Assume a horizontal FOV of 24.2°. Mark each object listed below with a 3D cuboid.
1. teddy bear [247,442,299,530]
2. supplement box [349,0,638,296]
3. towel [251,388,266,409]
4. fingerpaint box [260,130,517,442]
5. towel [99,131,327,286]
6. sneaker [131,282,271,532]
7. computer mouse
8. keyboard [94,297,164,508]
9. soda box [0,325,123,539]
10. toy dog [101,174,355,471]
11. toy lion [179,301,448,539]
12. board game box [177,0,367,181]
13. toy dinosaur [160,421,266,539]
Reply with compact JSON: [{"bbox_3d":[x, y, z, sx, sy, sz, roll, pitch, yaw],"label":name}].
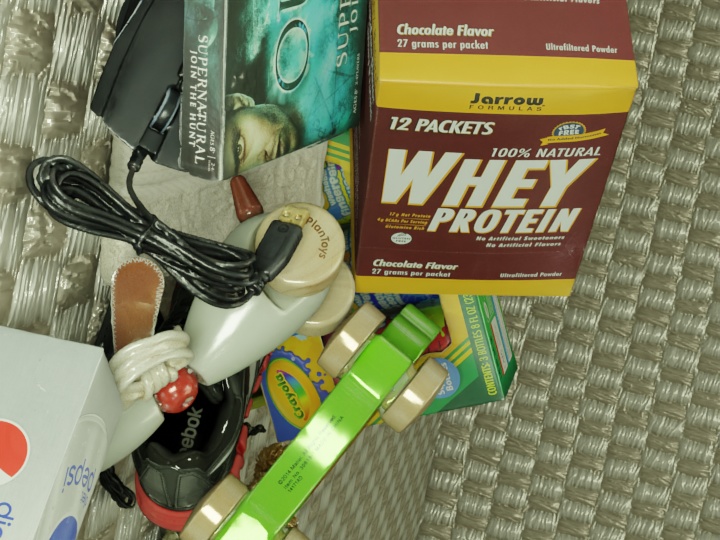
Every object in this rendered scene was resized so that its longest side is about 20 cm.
[{"bbox_3d":[-0.086,0.203,1.193,0.145,0.066,0.201,-45,-161,42],"label":"teddy bear"},{"bbox_3d":[0.065,-0.120,0.957,0.201,0.132,0.199,97,-7,-57],"label":"supplement box"},{"bbox_3d":[-0.023,0.075,1.266,0.086,0.199,0.018,-13,83,-78],"label":"towel"},{"bbox_3d":[0.000,0.000,1.136,0.073,0.165,0.202,-50,127,-70],"label":"fingerpaint box"},{"bbox_3d":[-0.078,-0.069,0.996,0.199,0.034,0.134,-22,125,-53],"label":"towel"},{"bbox_3d":[-0.094,0.052,1.022,0.098,0.070,0.202,88,12,-64],"label":"sneaker"},{"bbox_3d":[-0.075,-0.078,0.870,0.046,0.140,0.201,-42,-159,44],"label":"computer mouse"},{"bbox_3d":[-0.140,0.086,1.053,0.200,0.020,0.128,81,22,-63],"label":"keyboard"},{"bbox_3d":[-0.172,0.128,0.758,0.064,0.068,0.201,86,17,-60],"label":"soda box"},{"bbox_3d":[-0.093,0.017,0.926,0.199,0.096,0.132,-27,157,-33],"label":"toy dog"},{"bbox_3d":[-0.021,0.103,1.021,0.200,0.069,0.192,-51,177,-9],"label":"toy lion"},{"bbox_3d":[-0.037,-0.156,0.820,0.135,0.028,0.202,-29,128,-55],"label":"board game box"},{"bbox_3d":[-0.112,0.153,1.232,0.200,0.047,0.089,-59,173,-65],"label":"toy dinosaur"}]
